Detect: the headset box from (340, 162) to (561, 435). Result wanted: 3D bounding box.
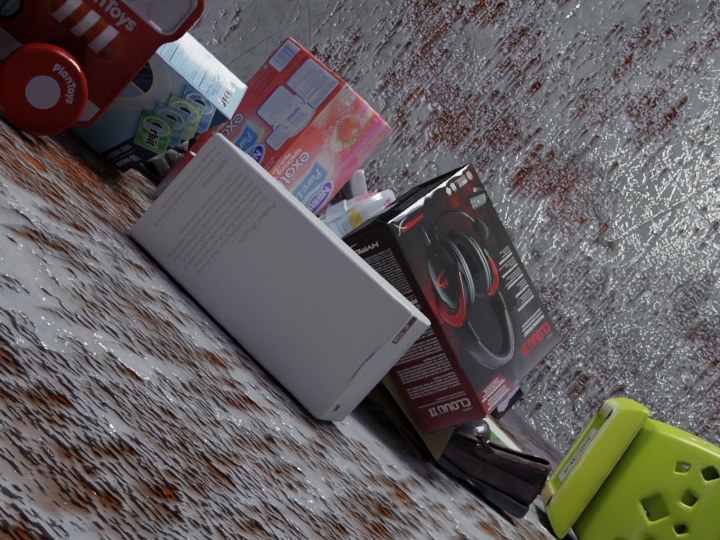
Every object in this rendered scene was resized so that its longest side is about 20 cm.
[{"bbox_3d":[0.079,0.031,1.140,0.149,0.075,0.201,-35,101,-49],"label":"headset box"}]

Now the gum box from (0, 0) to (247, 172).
[{"bbox_3d":[-0.223,-0.181,1.140,0.200,0.045,0.170,41,-37,-26],"label":"gum box"}]

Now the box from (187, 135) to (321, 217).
[{"bbox_3d":[-0.103,-0.054,1.406,0.200,0.036,0.143,43,-24,10],"label":"box"}]

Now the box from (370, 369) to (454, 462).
[{"bbox_3d":[0.055,0.044,1.187,0.164,0.021,0.200,54,41,-16],"label":"box"}]

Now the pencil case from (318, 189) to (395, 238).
[{"bbox_3d":[0.026,0.025,1.248,0.091,0.083,0.201,-27,96,-51],"label":"pencil case"}]

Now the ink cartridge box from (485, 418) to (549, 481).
[{"bbox_3d":[0.101,0.159,1.448,0.200,0.048,0.146,43,1,-36],"label":"ink cartridge box"}]

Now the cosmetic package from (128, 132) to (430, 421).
[{"bbox_3d":[-0.058,0.005,0.955,0.200,0.102,0.074,44,4,16],"label":"cosmetic package"}]

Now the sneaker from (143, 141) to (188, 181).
[{"bbox_3d":[-0.220,-0.147,1.391,0.082,0.077,0.200,36,0,18],"label":"sneaker"}]

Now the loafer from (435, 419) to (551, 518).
[{"bbox_3d":[0.104,0.160,1.243,0.200,0.063,0.072,39,3,-37],"label":"loafer"}]

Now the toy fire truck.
[{"bbox_3d":[-0.238,-0.208,0.997,0.200,0.168,0.112,41,2,-20],"label":"toy fire truck"}]

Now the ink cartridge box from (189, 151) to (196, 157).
[{"bbox_3d":[-0.085,-0.009,1.141,0.117,0.067,0.200,45,2,36],"label":"ink cartridge box"}]

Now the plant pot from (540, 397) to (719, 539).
[{"bbox_3d":[0.320,0.258,1.537,0.181,0.200,0.199,35,2,4],"label":"plant pot"}]

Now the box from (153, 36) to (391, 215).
[{"bbox_3d":[-0.082,-0.103,1.271,0.103,0.200,0.095,42,3,38],"label":"box"}]

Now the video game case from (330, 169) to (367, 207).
[{"bbox_3d":[0.000,0.000,1.360,0.143,0.018,0.201,-165,-115,-80],"label":"video game case"}]
